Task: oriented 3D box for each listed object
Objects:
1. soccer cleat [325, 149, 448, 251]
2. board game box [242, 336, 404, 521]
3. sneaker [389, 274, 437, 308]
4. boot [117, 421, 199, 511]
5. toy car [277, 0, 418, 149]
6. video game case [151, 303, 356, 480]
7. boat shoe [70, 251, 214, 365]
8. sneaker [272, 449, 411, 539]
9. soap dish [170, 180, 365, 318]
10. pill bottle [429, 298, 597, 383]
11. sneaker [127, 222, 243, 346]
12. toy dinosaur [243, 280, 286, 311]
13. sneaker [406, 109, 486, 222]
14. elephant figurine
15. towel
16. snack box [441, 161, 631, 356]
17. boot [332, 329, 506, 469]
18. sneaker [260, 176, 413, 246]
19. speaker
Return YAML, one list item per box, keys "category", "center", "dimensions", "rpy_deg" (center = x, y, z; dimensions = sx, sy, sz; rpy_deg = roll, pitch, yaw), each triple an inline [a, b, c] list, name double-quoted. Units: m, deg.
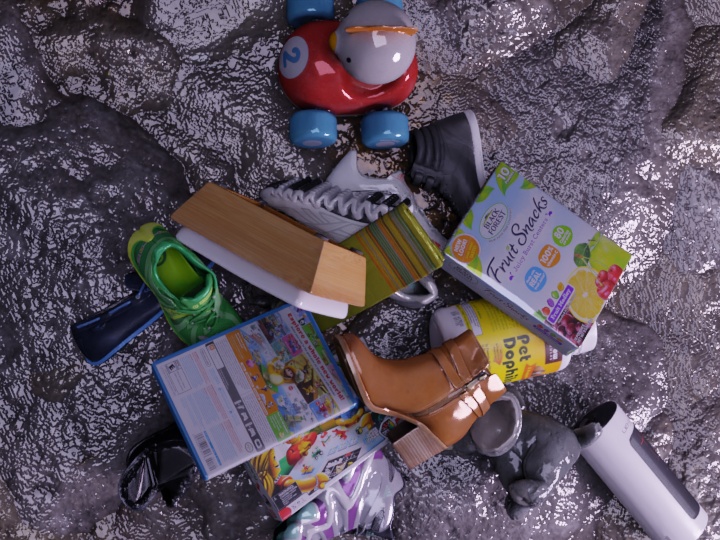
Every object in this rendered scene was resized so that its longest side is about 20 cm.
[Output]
- category: "soccer cleat"
  center: [0.049, -0.077, 1.421]
  dimensions: [0.198, 0.069, 0.086]
  rpy_deg: [29, 98, -4]
- category: "board game box"
  center: [-0.049, 0.184, 1.339]
  dimensions: [0.199, 0.035, 0.128]
  rpy_deg: [-33, 98, -23]
- category: "sneaker"
  center: [0.012, -0.013, 1.411]
  dimensions: [0.197, 0.080, 0.071]
  rpy_deg: [24, 89, -8]
- category: "boot"
  center: [-0.192, 0.206, 1.333]
  dimensions: [0.198, 0.168, 0.077]
  rpy_deg: [-29, 97, -8]
- category: "toy car"
  center: [-0.005, -0.259, 1.328]
  dimensions: [0.173, 0.200, 0.188]
  rpy_deg: [0, 80, -10]
- category: "video game case"
  center: [-0.120, 0.131, 1.289]
  dimensions: [0.198, 0.018, 0.145]
  rpy_deg: [-23, 75, -24]
- category: "boat shoe"
  center: [-0.263, 0.030, 1.362]
  dimensions: [0.199, 0.084, 0.069]
  rpy_deg: [-40, 94, -9]
- category: "sneaker"
  center: [-0.014, 0.319, 1.411]
  dimensions: [0.139, 0.078, 0.201]
  rpy_deg: [40, 85, -7]
- category: "soap dish"
  center: [-0.096, -0.024, 1.287]
  dimensions: [0.198, 0.157, 0.082]
  rpy_deg: [27, 93, 23]
- category: "pill bottle"
  center: [0.193, 0.083, 1.428]
  dimensions: [0.196, 0.109, 0.111]
  rpy_deg: [-12, 93, -9]
- category: "sneaker"
  center: [-0.194, 0.035, 1.299]
  dimensions: [0.074, 0.083, 0.201]
  rpy_deg: [-45, 123, -12]
- category: "toy dinosaur"
  center: [-0.100, 0.044, 1.410]
  dimensions: [0.197, 0.047, 0.089]
  rpy_deg: [-23, 101, -5]
- category: "sneaker"
  center: [0.111, -0.097, 1.434]
  dimensions: [0.097, 0.071, 0.204]
  rpy_deg: [-10, 87, -8]
- category: "elephant figurine"
  center: [0.166, 0.202, 1.422]
  dimensions: [0.200, 0.142, 0.155]
  rpy_deg: [45, 57, 7]
- category: "towel"
  center: [0.000, 0.000, 1.341]
  dimensions: [0.198, 0.018, 0.087]
  rpy_deg: [-30, 101, 29]
- category: "snack box"
  center: [0.210, -0.014, 1.369]
  dimensions: [0.199, 0.053, 0.143]
  rpy_deg: [35, 71, 0]
- category: "boot"
  center: [0.071, 0.117, 1.316]
  dimensions: [0.154, 0.077, 0.201]
  rpy_deg: [-36, 105, -4]
- category: "sneaker"
  center: [-0.034, -0.062, 1.364]
  dimensions: [0.197, 0.075, 0.083]
  rpy_deg: [14, 112, 22]
- category: "speaker"
  center: [0.362, 0.269, 1.476]
  dimensions: [0.081, 0.081, 0.201]
  rpy_deg: [-41, 97, -7]
